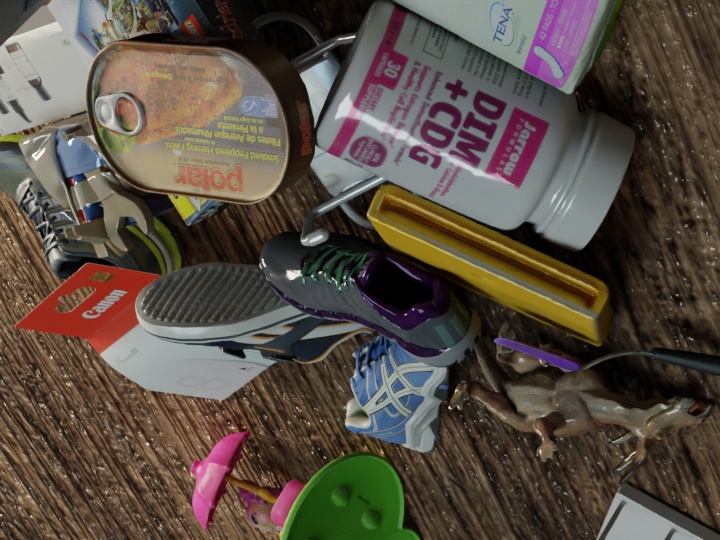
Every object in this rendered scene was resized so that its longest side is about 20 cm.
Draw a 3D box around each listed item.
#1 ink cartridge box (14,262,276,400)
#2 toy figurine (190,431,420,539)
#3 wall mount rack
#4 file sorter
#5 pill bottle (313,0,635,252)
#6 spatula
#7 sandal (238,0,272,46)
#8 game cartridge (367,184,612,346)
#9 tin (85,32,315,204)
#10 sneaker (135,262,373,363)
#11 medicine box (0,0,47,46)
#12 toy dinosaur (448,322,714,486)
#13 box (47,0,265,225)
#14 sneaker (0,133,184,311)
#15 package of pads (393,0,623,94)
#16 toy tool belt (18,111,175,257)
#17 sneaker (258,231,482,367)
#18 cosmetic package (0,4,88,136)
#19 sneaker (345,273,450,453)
[{"bbox_3d":[-0.167,0.054,1.921,0.200,0.057,0.163,4,157,-31],"label":"ink cartridge box"},{"bbox_3d":[-0.063,0.215,2.064,0.184,0.150,0.200,22,167,41],"label":"toy figurine"},{"bbox_3d":[0.000,-0.107,1.687,0.174,0.075,0.200,-27,114,20],"label":"wall mount rack"},{"bbox_3d":[0.259,0.297,1.856,0.200,0.125,0.139,29,142,12],"label":"file sorter"},{"bbox_3d":[0.078,-0.096,1.574,0.200,0.113,0.113,24,144,-6],"label":"pill bottle"},{"bbox_3d":[0.198,0.065,1.684,0.200,0.021,0.057,4,174,-1],"label":"spatula"},{"bbox_3d":[-0.129,-0.214,1.688,0.082,0.055,0.200,8,134,34],"label":"sandal"},{"bbox_3d":[0.098,-0.001,1.659,0.176,0.032,0.200,25,177,9],"label":"game cartridge"},{"bbox_3d":[-0.112,-0.107,1.598,0.200,0.042,0.112,10,110,41],"label":"tin"},{"bbox_3d":[-0.076,0.038,1.829,0.200,0.078,0.079,-8,135,-3],"label":"sneaker"},{"bbox_3d":[-0.306,-0.271,1.666,0.200,0.182,0.103,30,142,9],"label":"medicine box"},{"bbox_3d":[0.159,0.105,1.779,0.136,0.086,0.200,22,179,-44],"label":"toy dinosaur"},{"bbox_3d":[-0.132,-0.151,1.651,0.137,0.038,0.200,-41,79,45],"label":"box"},{"bbox_3d":[-0.248,-0.042,1.946,0.200,0.081,0.074,33,143,7],"label":"sneaker"},{"bbox_3d":[0.104,-0.223,1.476,0.154,0.068,0.200,29,142,10],"label":"package of pads"},{"bbox_3d":[-0.182,-0.069,1.808,0.200,0.125,0.123,-1,114,64],"label":"toy tool belt"},{"bbox_3d":[0.000,0.000,1.730,0.200,0.074,0.088,22,159,30],"label":"sneaker"},{"bbox_3d":[-0.238,-0.167,1.831,0.200,0.051,0.083,-12,122,46],"label":"cosmetic package"},{"bbox_3d":[0.032,0.078,1.834,0.077,0.076,0.200,6,137,-2],"label":"sneaker"}]
